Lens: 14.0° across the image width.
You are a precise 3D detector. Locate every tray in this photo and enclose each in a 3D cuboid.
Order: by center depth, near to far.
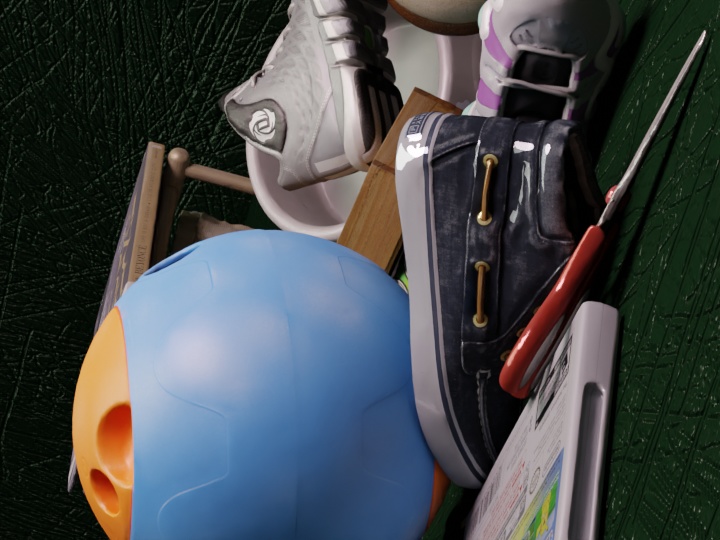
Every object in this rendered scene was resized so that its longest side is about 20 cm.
[{"bbox_3d":[0.000,0.000,1.716,0.200,0.037,0.099,-65,-2,34],"label":"tray"}]

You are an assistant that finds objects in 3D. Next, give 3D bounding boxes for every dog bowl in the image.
[{"bbox_3d":[0.008,-0.096,1.833,0.200,0.059,0.201,-18,63,40],"label":"dog bowl"}]

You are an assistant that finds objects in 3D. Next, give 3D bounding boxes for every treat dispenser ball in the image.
[{"bbox_3d":[-0.049,0.080,1.518,0.201,0.200,0.201,-165,90,-84],"label":"treat dispenser ball"}]

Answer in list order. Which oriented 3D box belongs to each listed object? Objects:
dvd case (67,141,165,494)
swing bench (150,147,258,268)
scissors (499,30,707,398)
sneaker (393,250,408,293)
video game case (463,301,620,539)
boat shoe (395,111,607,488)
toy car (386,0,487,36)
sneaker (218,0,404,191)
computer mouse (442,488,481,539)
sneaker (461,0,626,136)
[{"bbox_3d":[-0.156,0.028,1.874,0.200,0.016,0.149,-90,16,-59],"label":"dvd case"},{"bbox_3d":[-0.061,0.051,1.956,0.130,0.198,0.200,-82,10,-45],"label":"swing bench"},{"bbox_3d":[0.115,-0.025,1.365,0.200,0.014,0.073,-63,-14,12],"label":"scissors"},{"bbox_3d":[0.046,0.010,1.660,0.200,0.078,0.085,-96,22,-74],"label":"sneaker"},{"bbox_3d":[0.076,0.142,1.367,0.200,0.022,0.183,114,169,-51],"label":"video game case"},{"bbox_3d":[0.075,0.019,1.441,0.071,0.091,0.201,-46,-48,-55],"label":"boat shoe"},{"bbox_3d":[0.059,-0.190,1.692,0.200,0.164,0.158,92,-169,-75],"label":"toy car"},{"bbox_3d":[-0.042,-0.141,1.793,0.115,0.075,0.200,-21,61,29],"label":"sneaker"},{"bbox_3d":[0.034,0.167,1.612,0.200,0.034,0.059,115,168,-56],"label":"computer mouse"},{"bbox_3d":[0.087,-0.056,1.507,0.200,0.078,0.140,97,-179,-58],"label":"sneaker"}]
